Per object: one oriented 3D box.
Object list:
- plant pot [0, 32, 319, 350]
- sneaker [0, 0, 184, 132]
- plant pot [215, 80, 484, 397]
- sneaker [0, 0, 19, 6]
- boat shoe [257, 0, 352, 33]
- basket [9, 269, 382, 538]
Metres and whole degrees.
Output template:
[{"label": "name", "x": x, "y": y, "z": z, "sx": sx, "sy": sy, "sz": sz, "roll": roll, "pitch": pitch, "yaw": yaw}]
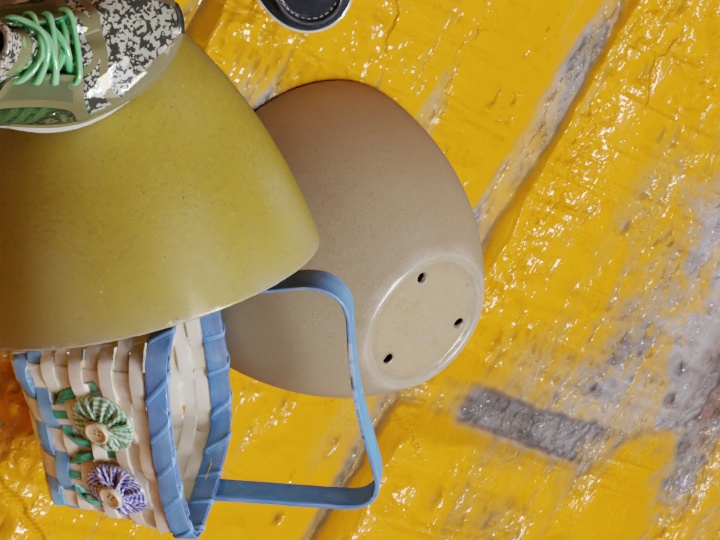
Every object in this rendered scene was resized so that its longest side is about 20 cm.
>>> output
[{"label": "plant pot", "x": -0.136, "y": -0.058, "z": 1.424, "sx": 0.200, "sy": 0.200, "sz": 0.142, "roll": -24, "pitch": 109, "yaw": -29}, {"label": "sneaker", "x": -0.172, "y": -0.103, "z": 1.289, "sx": 0.200, "sy": 0.089, "sz": 0.077, "roll": -16, "pitch": 94, "yaw": -25}, {"label": "plant pot", "x": 0.000, "y": 0.000, "z": 1.610, "sx": 0.200, "sy": 0.134, "sz": 0.201, "roll": -24, "pitch": 131, "yaw": -30}, {"label": "sneaker", "x": -0.205, "y": -0.190, "z": 1.332, "sx": 0.200, "sy": 0.084, "sz": 0.121, "roll": -23, "pitch": 141, "yaw": -29}, {"label": "boat shoe", "x": -0.035, "y": -0.208, "z": 1.380, "sx": 0.074, "sy": 0.062, "sz": 0.200, "roll": -8, "pitch": 128, "yaw": -7}, {"label": "basket", "x": -0.093, "y": 0.074, "z": 1.525, "sx": 0.200, "sy": 0.139, "sz": 0.177, "roll": -4, "pitch": 128, "yaw": 9}]
